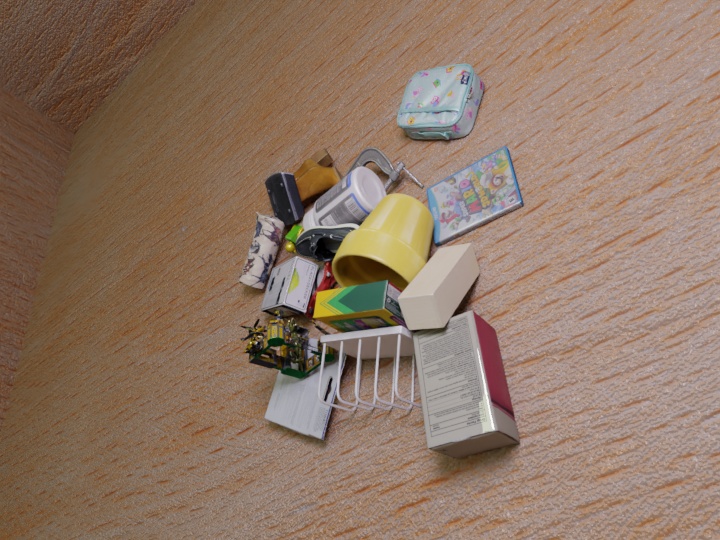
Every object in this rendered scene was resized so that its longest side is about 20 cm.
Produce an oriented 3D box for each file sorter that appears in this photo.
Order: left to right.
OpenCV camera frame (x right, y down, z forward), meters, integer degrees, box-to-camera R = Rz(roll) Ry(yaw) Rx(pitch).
[{"bbox_3d":[0.031,0.196,1.008,0.195,0.137,0.129,-12,62,36],"label":"file sorter"}]

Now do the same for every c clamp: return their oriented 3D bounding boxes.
[{"bbox_3d":[0.030,-0.194,1.253,0.200,0.027,0.173,-45,77,25],"label":"c clamp"}]

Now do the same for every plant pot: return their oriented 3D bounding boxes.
[{"bbox_3d":[0.064,-0.042,1.078,0.196,0.202,0.193,1,52,41],"label":"plant pot"}]

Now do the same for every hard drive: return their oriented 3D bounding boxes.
[{"bbox_3d":[-0.202,-0.191,1.403,0.199,0.041,0.140,4,112,68],"label":"hard drive"}]

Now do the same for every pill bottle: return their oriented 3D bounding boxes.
[{"bbox_3d":[-0.040,-0.139,1.221,0.197,0.112,0.118,-31,50,37],"label":"pill bottle"}]

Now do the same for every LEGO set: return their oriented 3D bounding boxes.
[{"bbox_3d":[-0.151,0.137,1.121,0.154,0.194,0.119,-45,40,39],"label":"LEGO set"}]

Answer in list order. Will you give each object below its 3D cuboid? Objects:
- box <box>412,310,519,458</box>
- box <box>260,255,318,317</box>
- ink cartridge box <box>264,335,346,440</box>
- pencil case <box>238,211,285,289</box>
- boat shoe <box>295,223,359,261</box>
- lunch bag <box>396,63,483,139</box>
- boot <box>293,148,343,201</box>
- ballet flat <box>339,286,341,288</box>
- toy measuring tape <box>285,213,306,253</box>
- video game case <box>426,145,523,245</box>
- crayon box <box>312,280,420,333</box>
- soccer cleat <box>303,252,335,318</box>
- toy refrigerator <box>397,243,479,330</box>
[{"bbox_3d":[0.177,0.196,0.898,0.125,0.108,0.207,-24,54,29],"label":"box"},{"bbox_3d":[-0.174,0.044,1.270,0.198,0.058,0.121,-16,56,63],"label":"box"},{"bbox_3d":[-0.112,0.255,1.171,0.195,0.040,0.207,4,70,42],"label":"ink cartridge box"},{"bbox_3d":[-0.268,-0.048,1.415,0.088,0.077,0.207,24,98,34],"label":"pencil case"},{"bbox_3d":[-0.081,-0.052,1.184,0.193,0.076,0.067,-4,39,32],"label":"boat shoe"},{"bbox_3d":[0.183,-0.384,1.219,0.196,0.076,0.166,10,75,44],"label":"lunch bag"},{"bbox_3d":[-0.111,-0.219,1.386,0.143,0.071,0.204,-39,50,10],"label":"boot"},{"bbox_3d":[0.000,0.000,1.189,0.069,0.065,0.206,9,72,41],"label":"ballet flat"},{"bbox_3d":[-0.125,-0.115,1.378,0.072,0.075,0.201,15,56,43],"label":"toy measuring tape"},{"bbox_3d":[0.231,-0.154,1.097,0.196,0.018,0.148,-26,54,30],"label":"video game case"},{"bbox_3d":[0.034,0.091,1.014,0.168,0.198,0.060,-8,61,37],"label":"crayon box"},{"bbox_3d":[-0.088,0.015,1.260,0.084,0.068,0.205,28,91,46],"label":"soccer cleat"},{"bbox_3d":[0.149,0.029,0.965,0.074,0.072,0.200,-10,22,36],"label":"toy refrigerator"}]
